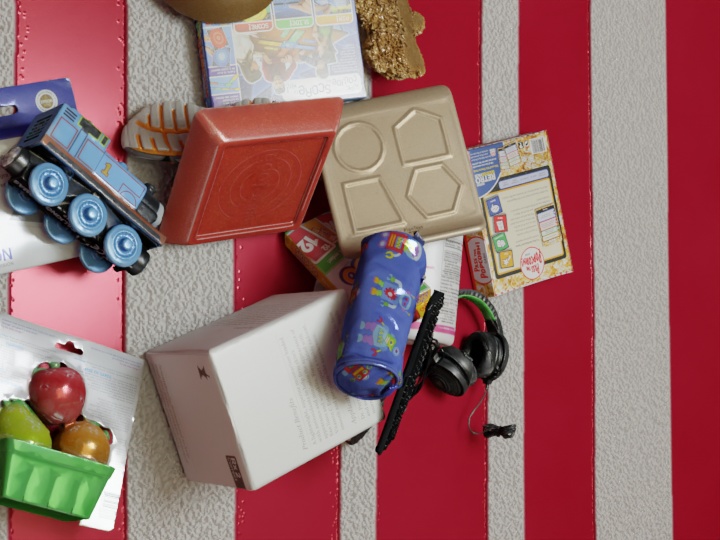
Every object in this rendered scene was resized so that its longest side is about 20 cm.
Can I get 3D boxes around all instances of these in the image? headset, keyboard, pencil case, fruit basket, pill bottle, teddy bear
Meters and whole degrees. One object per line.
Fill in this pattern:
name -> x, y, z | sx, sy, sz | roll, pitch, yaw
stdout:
headset -> 0.151, 0.124, 1.895 | 0.123, 0.094, 0.203 | -20, 100, -33
keyboard -> 0.070, 0.117, 1.682 | 0.039, 0.104, 0.202 | 21, 111, 5
pencil case -> 0.025, 0.049, 1.628 | 0.086, 0.078, 0.202 | 22, 54, -12
fruit basket -> -0.337, 0.169, 1.580 | 0.184, 0.093, 0.202 | 21, 61, -32
pill bottle -> 0.071, -0.010, 1.819 | 0.112, 0.113, 0.203 | 9, 82, -33
teddy bear -> 0.027, -0.338, 1.845 | 0.145, 0.066, 0.202 | -26, 101, -61

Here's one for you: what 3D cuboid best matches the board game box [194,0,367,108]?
board game box -> -0.097, -0.265, 1.746 | 0.197, 0.034, 0.137 | -8, 93, -19

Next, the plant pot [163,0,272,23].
plant pot -> -0.145, -0.404, 1.623 | 0.184, 0.200, 0.189 | 4, 76, -17

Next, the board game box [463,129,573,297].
board game box -> 0.207, -0.079, 1.970 | 0.150, 0.046, 0.203 | -15, 96, -34

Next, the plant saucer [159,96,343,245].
plant saucer -> -0.121, -0.107, 1.674 | 0.198, 0.201, 0.037 | -10, 50, -35

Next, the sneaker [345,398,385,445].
sneaker -> -0.025, 0.114, 1.794 | 0.075, 0.115, 0.202 | -34, 142, -47

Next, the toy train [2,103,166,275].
toy train -> -0.294, -0.083, 1.560 | 0.200, 0.086, 0.115 | 42, 60, -27

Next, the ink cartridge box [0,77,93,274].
ink cartridge box -> -0.377, -0.102, 1.576 | 0.198, 0.040, 0.203 | -16, 97, -34

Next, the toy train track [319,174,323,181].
toy train track -> -0.043, -0.185, 1.807 | 0.114, 0.032, 0.203 | -16, 98, -24

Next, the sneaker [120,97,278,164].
sneaker -> -0.181, -0.149, 1.685 | 0.197, 0.078, 0.079 | -3, 55, -12

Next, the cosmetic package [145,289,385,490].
cosmetic package -> -0.111, 0.135, 1.673 | 0.199, 0.164, 0.167 | -23, 100, -33

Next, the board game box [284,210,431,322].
board game box -> 0.000, 0.000, 1.746 | 0.095, 0.200, 0.030 | -27, 144, -24

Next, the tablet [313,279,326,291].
tablet -> 0.034, 0.006, 1.870 | 0.198, 0.014, 0.132 | 23, 76, -31

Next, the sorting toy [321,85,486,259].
sorting toy -> 0.044, -0.121, 1.764 | 0.183, 0.037, 0.202 | -12, 73, -10

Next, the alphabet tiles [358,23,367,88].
alphabet tiles -> -0.075, -0.268, 1.805 | 0.198, 0.015, 0.199 | 0, 88, -34
